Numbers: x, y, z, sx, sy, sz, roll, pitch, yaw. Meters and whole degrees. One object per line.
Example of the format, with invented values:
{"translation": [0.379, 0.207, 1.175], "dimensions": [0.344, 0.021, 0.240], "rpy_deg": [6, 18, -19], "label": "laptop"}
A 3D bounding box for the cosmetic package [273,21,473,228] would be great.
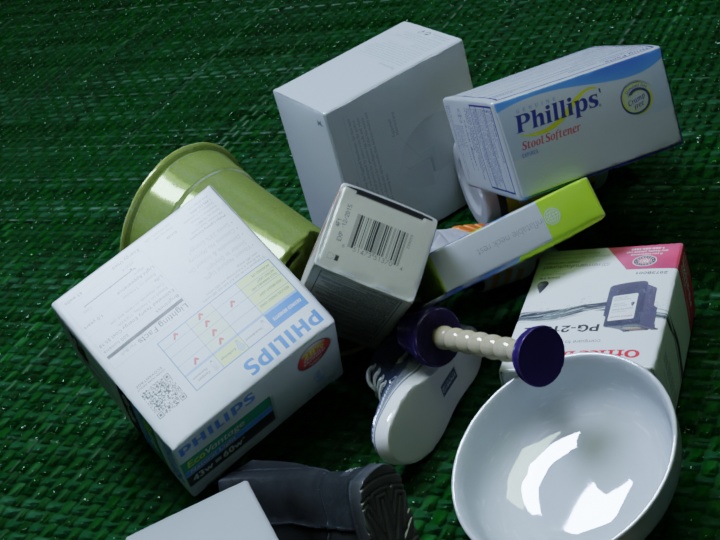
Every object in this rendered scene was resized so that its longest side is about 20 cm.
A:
{"translation": [0.029, -0.151, 1.652], "dimensions": [0.199, 0.201, 0.122], "rpy_deg": [-31, 33, -24], "label": "cosmetic package"}

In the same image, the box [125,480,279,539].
{"translation": [-0.082, 0.284, 1.044], "dimensions": [0.105, 0.154, 0.200], "rpy_deg": [-23, 31, -10], "label": "box"}

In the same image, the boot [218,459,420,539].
{"translation": [-0.032, 0.238, 1.154], "dimensions": [0.065, 0.167, 0.199], "rpy_deg": [-9, -1, -42], "label": "boot"}

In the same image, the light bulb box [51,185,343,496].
{"translation": [-0.152, 0.067, 1.358], "dimensions": [0.198, 0.125, 0.200], "rpy_deg": [-38, 65, -15], "label": "light bulb box"}

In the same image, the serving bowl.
{"translation": [0.176, 0.168, 1.165], "dimensions": [0.198, 0.066, 0.202], "rpy_deg": [-21, 42, 20], "label": "serving bowl"}

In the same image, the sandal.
{"translation": [0.111, -0.010, 1.496], "dimensions": [0.204, 0.060, 0.079], "rpy_deg": [-2, 21, -25], "label": "sandal"}

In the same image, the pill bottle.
{"translation": [0.214, -0.130, 1.613], "dimensions": [0.198, 0.112, 0.112], "rpy_deg": [-21, 30, -6], "label": "pill bottle"}

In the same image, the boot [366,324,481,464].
{"translation": [0.039, 0.118, 1.348], "dimensions": [0.089, 0.074, 0.200], "rpy_deg": [-3, 24, 32], "label": "boot"}

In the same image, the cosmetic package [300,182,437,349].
{"translation": [0.000, 0.000, 1.367], "dimensions": [0.102, 0.200, 0.088], "rpy_deg": [21, 72, -5], "label": "cosmetic package"}

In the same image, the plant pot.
{"translation": [-0.129, -0.014, 1.552], "dimensions": [0.189, 0.202, 0.200], "rpy_deg": [26, 49, 33], "label": "plant pot"}

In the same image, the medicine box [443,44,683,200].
{"translation": [0.202, -0.155, 1.449], "dimensions": [0.180, 0.104, 0.200], "rpy_deg": [-19, 12, -7], "label": "medicine box"}

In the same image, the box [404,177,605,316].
{"translation": [0.130, -0.020, 1.383], "dimensions": [0.198, 0.048, 0.122], "rpy_deg": [-26, -4, -9], "label": "box"}

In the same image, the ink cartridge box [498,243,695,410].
{"translation": [0.224, 0.065, 1.313], "dimensions": [0.143, 0.085, 0.201], "rpy_deg": [-4, 32, 24], "label": "ink cartridge box"}

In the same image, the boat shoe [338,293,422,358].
{"translation": [0.019, 0.021, 1.508], "dimensions": [0.199, 0.068, 0.072], "rpy_deg": [-36, 35, -29], "label": "boat shoe"}

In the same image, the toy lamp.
{"translation": [0.098, 0.066, 1.252], "dimensions": [0.058, 0.059, 0.199], "rpy_deg": [-31, 20, -24], "label": "toy lamp"}
